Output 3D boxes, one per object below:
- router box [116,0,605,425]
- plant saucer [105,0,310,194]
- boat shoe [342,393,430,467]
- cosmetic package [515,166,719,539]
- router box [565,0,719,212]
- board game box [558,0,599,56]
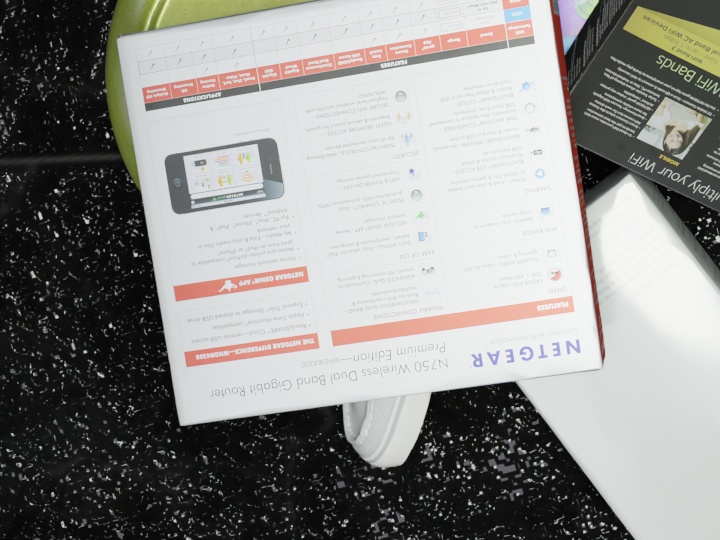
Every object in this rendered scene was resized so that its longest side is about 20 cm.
[{"bbox_3d":[0.001,-0.033,0.749,0.198,0.049,0.182,-8,94,10],"label":"router box"},{"bbox_3d":[-0.032,-0.094,0.789,0.197,0.031,0.203,1,96,9],"label":"plant saucer"},{"bbox_3d":[0.000,0.000,0.838,0.068,0.072,0.203,1,101,-22],"label":"boat shoe"},{"bbox_3d":[0.154,0.057,0.827,0.112,0.081,0.201,-36,93,14],"label":"cosmetic package"},{"bbox_3d":[0.208,-0.092,0.749,0.198,0.053,0.158,24,132,-8],"label":"router box"},{"bbox_3d":[0.183,-0.173,0.799,0.197,0.045,0.136,-5,99,12],"label":"board game box"}]
